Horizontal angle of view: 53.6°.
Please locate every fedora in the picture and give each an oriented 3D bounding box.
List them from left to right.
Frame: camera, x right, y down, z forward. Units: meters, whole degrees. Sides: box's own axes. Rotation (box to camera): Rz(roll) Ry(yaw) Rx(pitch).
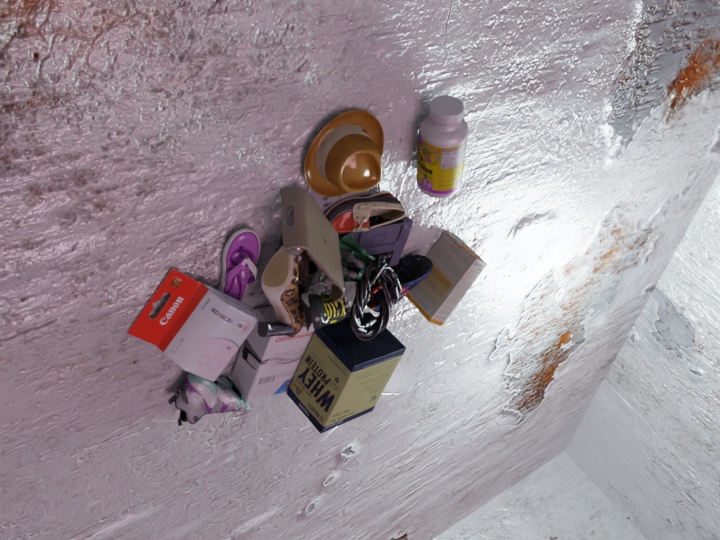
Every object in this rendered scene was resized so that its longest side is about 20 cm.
[{"bbox_3d":[-0.014,-0.207,1.375,0.197,0.082,0.204,-28,143,-23],"label":"fedora"}]

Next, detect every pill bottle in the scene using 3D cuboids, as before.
[{"bbox_3d":[0.173,-0.261,1.501,0.103,0.104,0.203,-27,142,-24],"label":"pill bottle"}]

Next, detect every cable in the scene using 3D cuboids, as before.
[{"bbox_3d":[0.024,0.060,1.551,0.165,0.050,0.201,-54,151,-17],"label":"cable"}]

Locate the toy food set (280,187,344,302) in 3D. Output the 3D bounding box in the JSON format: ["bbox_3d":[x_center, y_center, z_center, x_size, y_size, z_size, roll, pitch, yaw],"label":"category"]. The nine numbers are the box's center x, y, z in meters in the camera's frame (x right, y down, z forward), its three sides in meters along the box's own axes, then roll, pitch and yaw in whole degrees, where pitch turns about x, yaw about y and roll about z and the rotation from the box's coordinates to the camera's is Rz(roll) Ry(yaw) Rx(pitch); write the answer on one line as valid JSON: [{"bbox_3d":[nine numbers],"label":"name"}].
[{"bbox_3d":[-0.094,-0.048,1.389,0.059,0.147,0.201,-19,141,16],"label":"toy food set"}]

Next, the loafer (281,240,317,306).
[{"bbox_3d":[-0.122,0.017,1.487,0.069,0.074,0.203,-9,137,-9],"label":"loafer"}]

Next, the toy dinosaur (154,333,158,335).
[{"bbox_3d":[-0.313,0.124,1.445,0.195,0.061,0.109,-18,128,-16],"label":"toy dinosaur"}]

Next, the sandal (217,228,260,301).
[{"bbox_3d":[-0.233,0.009,1.396,0.081,0.050,0.206,-14,137,-37],"label":"sandal"}]

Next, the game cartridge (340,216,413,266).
[{"bbox_3d":[0.028,-0.051,1.630,0.196,0.038,0.132,-12,130,-39],"label":"game cartridge"}]

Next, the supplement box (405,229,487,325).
[{"bbox_3d":[0.212,0.019,1.815,0.073,0.126,0.202,18,113,-52],"label":"supplement box"}]

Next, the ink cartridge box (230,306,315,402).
[{"bbox_3d":[-0.188,0.179,1.590,0.142,0.084,0.203,-7,132,-44],"label":"ink cartridge box"}]

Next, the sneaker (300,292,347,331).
[{"bbox_3d":[-0.070,0.075,1.451,0.082,0.077,0.200,-11,-178,4],"label":"sneaker"}]

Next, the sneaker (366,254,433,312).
[{"bbox_3d":[0.094,0.033,1.765,0.197,0.076,0.079,-33,154,-4],"label":"sneaker"}]

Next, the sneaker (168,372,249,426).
[{"bbox_3d":[-0.343,0.296,1.566,0.140,0.078,0.200,-44,137,1],"label":"sneaker"}]

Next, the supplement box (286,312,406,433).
[{"bbox_3d":[-0.033,0.230,1.638,0.197,0.134,0.203,-10,134,-50],"label":"supplement box"}]

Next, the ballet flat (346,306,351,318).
[{"bbox_3d":[-0.049,0.117,1.683,0.197,0.070,0.071,-3,129,-46],"label":"ballet flat"}]

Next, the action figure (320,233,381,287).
[{"bbox_3d":[0.000,0.000,1.583,0.119,0.055,0.199,-54,149,9],"label":"action figure"}]

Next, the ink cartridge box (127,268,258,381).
[{"bbox_3d":[-0.317,0.110,1.365,0.198,0.057,0.164,29,104,-42],"label":"ink cartridge box"}]

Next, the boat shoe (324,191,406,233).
[{"bbox_3d":[0.007,-0.115,1.514,0.196,0.063,0.072,-19,141,-31],"label":"boat shoe"}]

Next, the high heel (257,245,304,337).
[{"bbox_3d":[-0.138,0.035,1.437,0.142,0.070,0.206,2,106,-63],"label":"high heel"}]
